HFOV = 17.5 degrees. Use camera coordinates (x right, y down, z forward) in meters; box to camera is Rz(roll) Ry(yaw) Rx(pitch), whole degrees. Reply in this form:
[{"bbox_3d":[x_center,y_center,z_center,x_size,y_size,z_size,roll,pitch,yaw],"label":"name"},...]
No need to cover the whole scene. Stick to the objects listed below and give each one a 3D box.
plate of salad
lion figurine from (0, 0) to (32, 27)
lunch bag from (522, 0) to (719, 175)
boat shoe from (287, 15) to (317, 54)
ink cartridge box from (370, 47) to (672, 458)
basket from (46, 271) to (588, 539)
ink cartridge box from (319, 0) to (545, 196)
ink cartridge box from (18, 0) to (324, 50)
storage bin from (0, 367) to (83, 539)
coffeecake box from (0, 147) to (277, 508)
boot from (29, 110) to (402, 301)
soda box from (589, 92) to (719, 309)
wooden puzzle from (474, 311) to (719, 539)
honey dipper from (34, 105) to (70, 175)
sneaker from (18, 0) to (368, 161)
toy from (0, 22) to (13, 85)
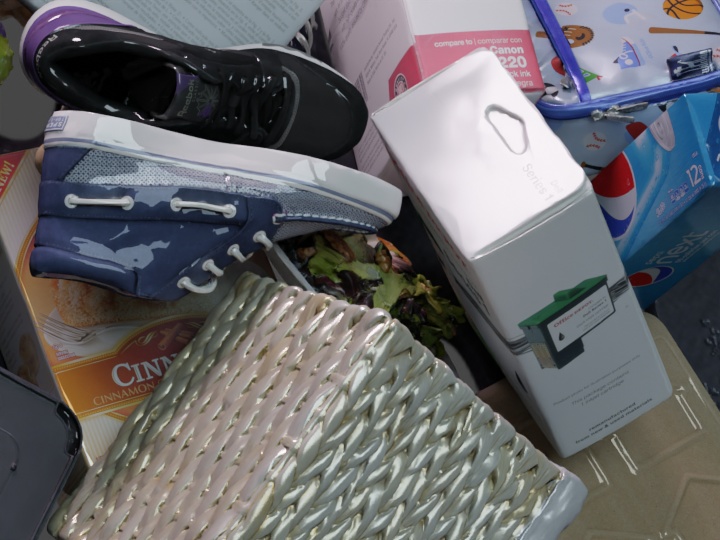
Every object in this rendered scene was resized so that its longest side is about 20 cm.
[{"bbox_3d":[0.000,0.000,1.383,0.200,0.048,0.200,46,12,-13],"label":"plate of salad"},{"bbox_3d":[-0.158,-0.219,1.390,0.122,0.200,0.073,-9,58,-18],"label":"lion figurine"},{"bbox_3d":[0.155,-0.145,1.518,0.160,0.076,0.200,-11,42,-7],"label":"lunch bag"},{"bbox_3d":[-0.050,-0.152,1.477,0.093,0.075,0.200,-23,70,-30],"label":"boat shoe"},{"bbox_3d":[0.095,-0.010,1.376,0.084,0.200,0.146,-31,46,-2],"label":"ink cartridge box"},{"bbox_3d":[-0.031,0.130,1.233,0.161,0.198,0.200,43,77,-25],"label":"basket"},{"bbox_3d":[0.036,-0.166,1.484,0.085,0.146,0.200,-7,69,-20],"label":"ink cartridge box"},{"bbox_3d":[-0.090,-0.195,1.335,0.163,0.057,0.200,41,86,-20],"label":"ink cartridge box"},{"bbox_3d":[-0.251,0.143,1.242,0.135,0.094,0.200,29,57,-9],"label":"storage bin"},{"bbox_3d":[-0.130,0.023,1.365,0.153,0.073,0.200,-15,72,-28],"label":"coffeecake box"},{"bbox_3d":[-0.079,-0.022,1.265,0.200,0.073,0.090,11,83,-14],"label":"boot"},{"bbox_3d":[0.188,-0.039,1.459,0.068,0.200,0.064,-4,68,-26],"label":"soda box"},{"bbox_3d":[0.160,0.142,1.456,0.185,0.046,0.200,-25,73,-32],"label":"wooden puzzle"},{"bbox_3d":[-0.165,-0.094,1.357,0.038,0.038,0.200,25,19,-11],"label":"honey dipper"},{"bbox_3d":[-0.088,-0.091,1.290,0.200,0.088,0.076,11,102,-16],"label":"sneaker"},{"bbox_3d":[-0.237,-0.110,1.364,0.047,0.115,0.200,35,55,-24],"label":"toy"}]
